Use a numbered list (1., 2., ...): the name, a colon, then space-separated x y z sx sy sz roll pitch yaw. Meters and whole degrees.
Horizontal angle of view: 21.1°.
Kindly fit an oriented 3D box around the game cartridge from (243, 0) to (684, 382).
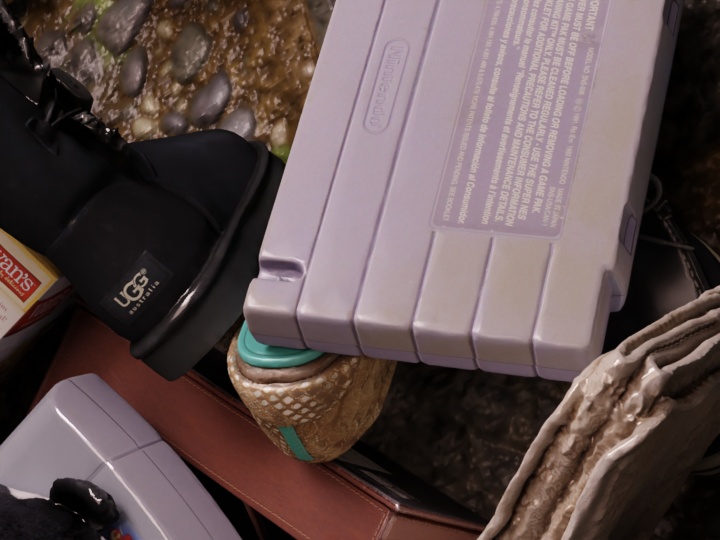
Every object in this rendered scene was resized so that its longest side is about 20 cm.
1. game cartridge: 0.044 -0.056 0.705 0.129 0.038 0.201 9 60 13

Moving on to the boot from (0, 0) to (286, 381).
1. boot: -0.114 -0.056 0.773 0.076 0.168 0.200 -43 14 15

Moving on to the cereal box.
1. cereal box: -0.185 0.044 0.862 0.040 0.144 0.200 46 106 -1

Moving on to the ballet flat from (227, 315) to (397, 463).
1. ballet flat: 0.000 0.000 0.768 0.070 0.065 0.200 4 39 24

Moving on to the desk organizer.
1. desk organizer: -0.050 0.089 0.790 0.200 0.072 0.077 29 95 38

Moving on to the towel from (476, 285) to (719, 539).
1. towel: 0.066 0.097 0.642 0.034 0.132 0.200 38 116 19

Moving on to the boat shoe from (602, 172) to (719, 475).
1. boat shoe: 0.088 -0.010 0.730 0.075 0.062 0.200 -36 59 18

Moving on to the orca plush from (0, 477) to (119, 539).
1. orca plush: -0.111 0.150 0.711 0.200 0.071 0.105 46 126 20

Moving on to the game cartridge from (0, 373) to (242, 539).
1. game cartridge: -0.086 0.148 0.760 0.200 0.041 0.133 55 133 13

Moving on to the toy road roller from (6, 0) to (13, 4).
1. toy road roller: -0.228 -0.240 0.977 0.123 0.146 0.201 2 76 36
